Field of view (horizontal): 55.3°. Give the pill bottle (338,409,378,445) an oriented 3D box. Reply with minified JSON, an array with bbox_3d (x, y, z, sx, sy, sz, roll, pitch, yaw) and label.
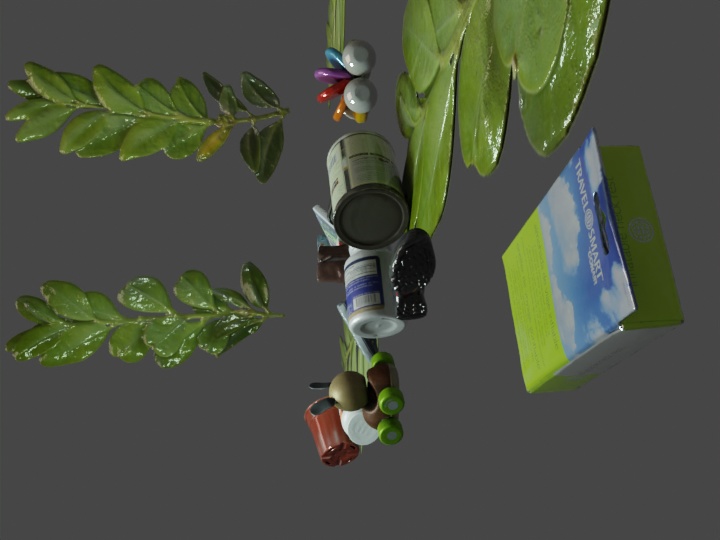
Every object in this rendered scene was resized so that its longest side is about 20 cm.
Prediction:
[{"bbox_3d":[-0.001,0.392,1.874,0.200,0.108,0.111,-122,30,-79],"label":"pill bottle"}]

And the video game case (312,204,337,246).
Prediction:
[{"bbox_3d":[-0.046,-0.068,1.868,0.200,0.023,0.183,45,165,44],"label":"video game case"}]

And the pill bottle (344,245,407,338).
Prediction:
[{"bbox_3d":[0.028,0.024,1.395,0.120,0.118,0.202,99,168,-62],"label":"pill bottle"}]

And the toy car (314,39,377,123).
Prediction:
[{"bbox_3d":[-0.039,-0.466,1.698,0.175,0.148,0.203,-152,60,-84],"label":"toy car"}]

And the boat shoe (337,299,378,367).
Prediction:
[{"bbox_3d":[0.025,0.155,1.761,0.202,0.090,0.071,61,174,-1],"label":"boat shoe"}]

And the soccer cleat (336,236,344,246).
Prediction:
[{"bbox_3d":[0.000,0.000,1.652,0.201,0.069,0.078,60,175,8],"label":"soccer cleat"}]

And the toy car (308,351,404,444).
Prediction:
[{"bbox_3d":[-0.014,0.282,1.509,0.165,0.197,0.160,-104,13,-63],"label":"toy car"}]

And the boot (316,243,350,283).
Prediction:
[{"bbox_3d":[-0.014,0.020,1.529,0.073,0.164,0.202,73,-168,-55],"label":"boot"}]

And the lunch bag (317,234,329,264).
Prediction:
[{"bbox_3d":[-0.187,-0.082,3.627,0.161,0.081,0.202,106,160,-70],"label":"lunch bag"}]

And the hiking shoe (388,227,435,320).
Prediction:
[{"bbox_3d":[0.075,-0.009,1.125,0.201,0.075,0.101,93,169,-49],"label":"hiking shoe"}]

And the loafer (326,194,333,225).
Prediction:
[{"bbox_3d":[-0.017,-0.186,1.595,0.201,0.072,0.072,-58,10,16],"label":"loafer"}]

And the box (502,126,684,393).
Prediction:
[{"bbox_3d":[0.155,0.004,0.484,0.200,0.047,0.123,102,163,-67],"label":"box"}]

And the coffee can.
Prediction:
[{"bbox_3d":[0.011,-0.161,1.352,0.201,0.144,0.147,-98,8,-48],"label":"coffee can"}]

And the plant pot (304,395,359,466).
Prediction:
[{"bbox_3d":[-0.094,0.609,2.573,0.196,0.198,0.202,-110,17,-45],"label":"plant pot"}]
